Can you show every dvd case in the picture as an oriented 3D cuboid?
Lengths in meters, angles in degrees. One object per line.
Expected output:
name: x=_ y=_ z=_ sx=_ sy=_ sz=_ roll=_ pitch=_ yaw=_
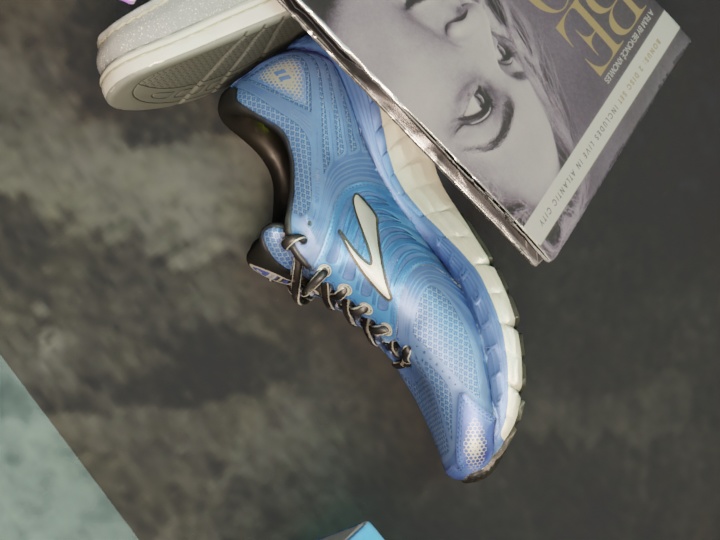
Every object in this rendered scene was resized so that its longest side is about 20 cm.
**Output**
dvd case: x=0.042 y=-0.120 z=1.072 sx=0.200 sy=0.016 sz=0.149 roll=46 pitch=52 yaw=-14

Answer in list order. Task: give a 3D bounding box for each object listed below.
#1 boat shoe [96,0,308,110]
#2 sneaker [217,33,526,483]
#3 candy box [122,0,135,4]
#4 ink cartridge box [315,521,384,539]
boat shoe: x=-0.038 y=-0.131 z=1.081 sx=0.202 sy=0.074 sz=0.065 roll=-35 pitch=86 yaw=-29
sneaker: x=0.000 y=0.000 z=1.068 sx=0.089 sy=0.079 sz=0.200 roll=-23 pitch=78 yaw=-18
candy box: x=-0.149 y=-0.191 z=0.964 sx=0.200 sy=0.168 sz=0.072 roll=24 pitch=112 yaw=-4
ink cartridge box: x=0.024 y=0.201 z=0.998 sx=0.068 sy=0.116 sz=0.200 roll=-41 pitch=94 yaw=-24
